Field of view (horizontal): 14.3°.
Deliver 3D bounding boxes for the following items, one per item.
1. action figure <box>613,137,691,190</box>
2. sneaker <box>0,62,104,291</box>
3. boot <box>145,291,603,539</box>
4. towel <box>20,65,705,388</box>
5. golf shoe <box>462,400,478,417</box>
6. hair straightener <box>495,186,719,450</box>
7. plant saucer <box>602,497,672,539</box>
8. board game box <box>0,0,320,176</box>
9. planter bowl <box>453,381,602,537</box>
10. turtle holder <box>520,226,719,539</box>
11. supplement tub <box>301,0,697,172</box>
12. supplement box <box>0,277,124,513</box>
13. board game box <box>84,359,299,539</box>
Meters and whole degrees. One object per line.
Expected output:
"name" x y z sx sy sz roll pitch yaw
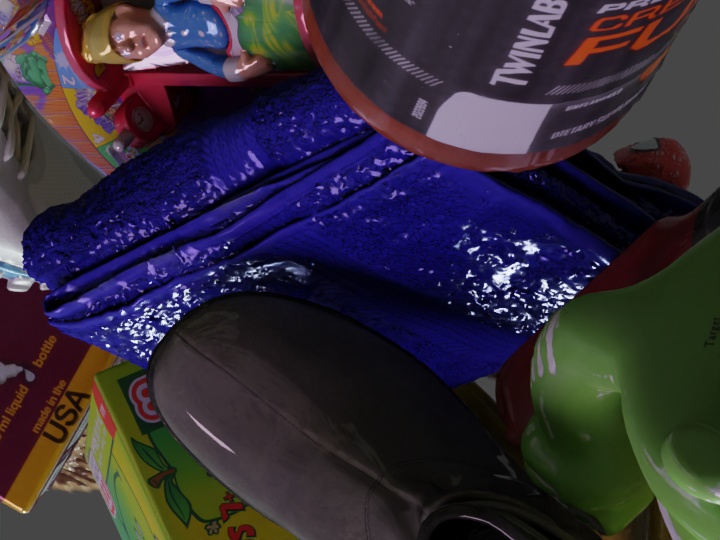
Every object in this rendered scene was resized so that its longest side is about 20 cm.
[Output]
"action figure" 0.023 -0.026 0.968 0.199 0.052 0.065 -2 146 37
"sneaker" -0.152 -0.065 1.047 0.200 0.075 0.087 34 126 -32
"boot" 0.024 0.070 0.827 0.200 0.068 0.131 36 177 2
"towel" 0.000 0.000 0.914 0.147 0.050 0.199 31 145 -31
"golf shoe" 0.038 0.147 0.978 0.078 0.097 0.201 -22 114 18
"hair straightener" 0.126 -0.008 0.836 0.077 0.041 0.200 22 123 -30
"plant saucer" 0.160 0.131 0.896 0.199 0.048 0.201 10 113 22
"board game box" -0.052 -0.074 0.903 0.158 0.039 0.200 37 138 0
"planter bowl" 0.023 0.120 1.092 0.201 0.083 0.201 48 162 21
"turtle holder" 0.134 0.052 0.763 0.184 0.141 0.132 -19 135 10
"supplement tub" 0.051 -0.112 0.731 0.107 0.107 0.200 28 153 2
"supplement box" -0.194 0.008 1.145 0.199 0.086 0.110 30 179 -2
"board game box" -0.036 0.131 1.024 0.201 0.047 0.102 64 165 14
